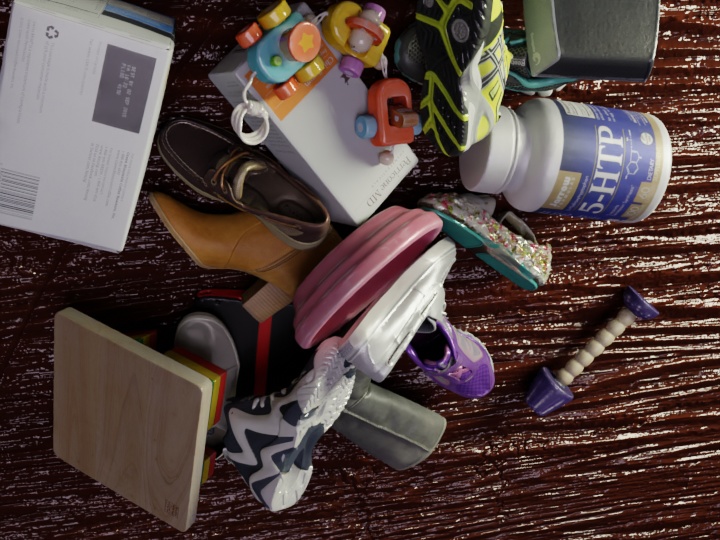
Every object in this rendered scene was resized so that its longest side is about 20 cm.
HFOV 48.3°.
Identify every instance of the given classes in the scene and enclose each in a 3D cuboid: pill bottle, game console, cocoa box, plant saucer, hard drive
[{"bbox_3d":[0.213,-0.119,0.857,0.198,0.120,0.121,4,118,-14],"label":"pill bottle"},{"bbox_3d":[-0.115,0.114,0.974,0.175,0.031,0.202,4,117,-8],"label":"game console"},{"bbox_3d":[-0.256,-0.144,0.740,0.132,0.132,0.201,13,115,-17],"label":"cocoa box"},{"bbox_3d":[0.000,0.000,0.855,0.200,0.200,0.051,-43,83,13],"label":"plant saucer"},{"bbox_3d":[0.221,-0.284,0.759,0.134,0.042,0.202,0,87,-12],"label":"hard drive"}]

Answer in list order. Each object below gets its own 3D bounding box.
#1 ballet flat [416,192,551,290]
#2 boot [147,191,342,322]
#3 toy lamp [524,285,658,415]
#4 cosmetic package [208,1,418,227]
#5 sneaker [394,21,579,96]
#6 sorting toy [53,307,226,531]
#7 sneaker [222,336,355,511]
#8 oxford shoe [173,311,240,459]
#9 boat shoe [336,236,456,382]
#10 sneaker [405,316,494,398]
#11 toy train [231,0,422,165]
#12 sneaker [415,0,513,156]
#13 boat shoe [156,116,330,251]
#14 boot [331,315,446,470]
[{"bbox_3d":[0.147,-0.047,0.923,0.199,0.075,0.064,33,77,-30],"label":"ballet flat"},{"bbox_3d":[-0.113,-0.051,0.867,0.144,0.071,0.201,-42,116,2],"label":"boot"},{"bbox_3d":[0.291,0.107,1.034,0.058,0.058,0.200,34,105,-25],"label":"toy lamp"},{"bbox_3d":[-0.043,-0.150,0.796,0.102,0.071,0.200,-49,120,-14],"label":"cosmetic package"},{"bbox_3d":[0.134,-0.215,0.799,0.198,0.091,0.078,0,103,-12],"label":"sneaker"},{"bbox_3d":[-0.245,0.155,0.898,0.197,0.070,0.202,23,120,19],"label":"sorting toy"},{"bbox_3d":[-0.093,0.146,0.888,0.079,0.129,0.201,1,112,-56],"label":"sneaker"},{"bbox_3d":[-0.178,0.141,0.933,0.074,0.058,0.202,0,117,-5],"label":"oxford shoe"},{"bbox_3d":[0.056,0.040,0.868,0.069,0.200,0.072,45,139,-1],"label":"boat shoe"},{"bbox_3d":[0.100,0.101,0.973,0.080,0.089,0.200,-39,120,9],"label":"sneaker"},{"bbox_3d":[-0.017,-0.171,0.732,0.199,0.055,0.152,-6,100,-33],"label":"toy train"},{"bbox_3d":[0.098,-0.204,0.725,0.076,0.075,0.201,-32,145,-30],"label":"sneaker"},{"bbox_3d":[-0.114,-0.094,0.798,0.199,0.072,0.072,36,76,0],"label":"boat shoe"},{"bbox_3d":[0.032,0.155,0.969,0.199,0.073,0.182,33,120,-24],"label":"boot"}]
